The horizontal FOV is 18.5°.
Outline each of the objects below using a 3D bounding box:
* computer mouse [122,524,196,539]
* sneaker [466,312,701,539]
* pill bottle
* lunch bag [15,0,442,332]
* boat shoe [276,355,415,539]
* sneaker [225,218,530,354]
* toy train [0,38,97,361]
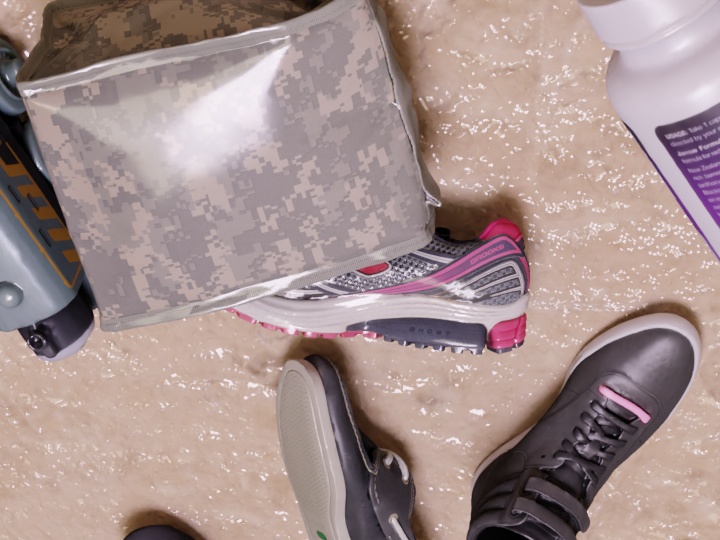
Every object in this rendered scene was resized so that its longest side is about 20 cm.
[{"bbox_3d":[-0.097,0.236,1.486,0.058,0.034,0.200,-30,122,8],"label":"computer mouse"},{"bbox_3d":[0.133,0.114,1.316,0.071,0.099,0.200,35,122,-13],"label":"sneaker"},{"bbox_3d":[0.198,-0.088,1.155,0.111,0.112,0.200,-26,117,25],"label":"pill bottle"},{"bbox_3d":[-0.065,-0.076,1.201,0.198,0.118,0.165,-10,120,11],"label":"lunch bag"},{"bbox_3d":[-0.002,0.135,1.377,0.067,0.072,0.201,-27,117,-21],"label":"boat shoe"},{"bbox_3d":[0.000,0.000,1.281,0.198,0.081,0.075,5,97,6],"label":"sneaker"},{"bbox_3d":[-0.208,-0.041,1.254,0.085,0.114,0.201,-19,120,22],"label":"toy train"}]
